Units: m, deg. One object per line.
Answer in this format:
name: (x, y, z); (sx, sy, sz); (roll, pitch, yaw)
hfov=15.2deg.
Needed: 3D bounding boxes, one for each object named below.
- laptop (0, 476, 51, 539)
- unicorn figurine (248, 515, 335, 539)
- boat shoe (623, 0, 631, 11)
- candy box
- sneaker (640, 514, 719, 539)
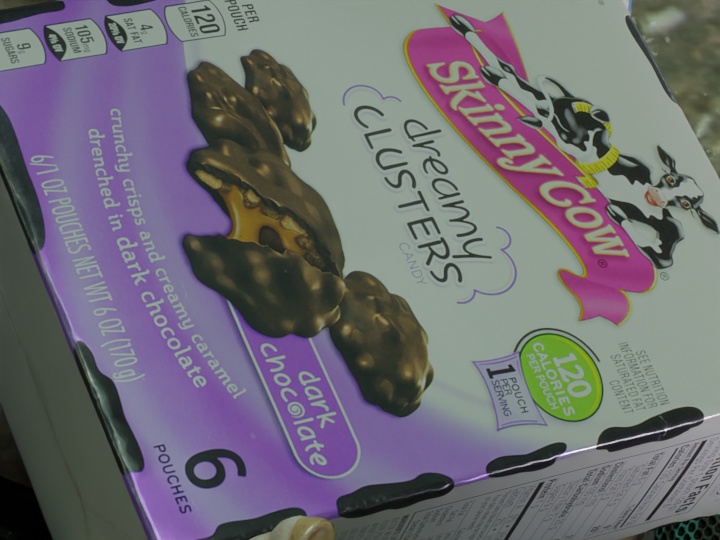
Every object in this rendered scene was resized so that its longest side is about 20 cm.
laptop: (-0.198, 0.119, 0.744); (0.187, 0.116, 0.200); (22, 20, 5)
unicorn figurine: (-0.020, 0.134, 0.635); (0.138, 0.074, 0.200); (-55, 43, 1)
boat shoe: (0.059, -0.015, 0.868); (0.072, 0.072, 0.201); (7, 73, 22)
candy box: (0.000, 0.000, 0.732); (0.199, 0.072, 0.168); (-12, 61, -25)
sneaker: (0.124, 0.057, 0.817); (0.077, 0.091, 0.201); (2, 50, -10)
